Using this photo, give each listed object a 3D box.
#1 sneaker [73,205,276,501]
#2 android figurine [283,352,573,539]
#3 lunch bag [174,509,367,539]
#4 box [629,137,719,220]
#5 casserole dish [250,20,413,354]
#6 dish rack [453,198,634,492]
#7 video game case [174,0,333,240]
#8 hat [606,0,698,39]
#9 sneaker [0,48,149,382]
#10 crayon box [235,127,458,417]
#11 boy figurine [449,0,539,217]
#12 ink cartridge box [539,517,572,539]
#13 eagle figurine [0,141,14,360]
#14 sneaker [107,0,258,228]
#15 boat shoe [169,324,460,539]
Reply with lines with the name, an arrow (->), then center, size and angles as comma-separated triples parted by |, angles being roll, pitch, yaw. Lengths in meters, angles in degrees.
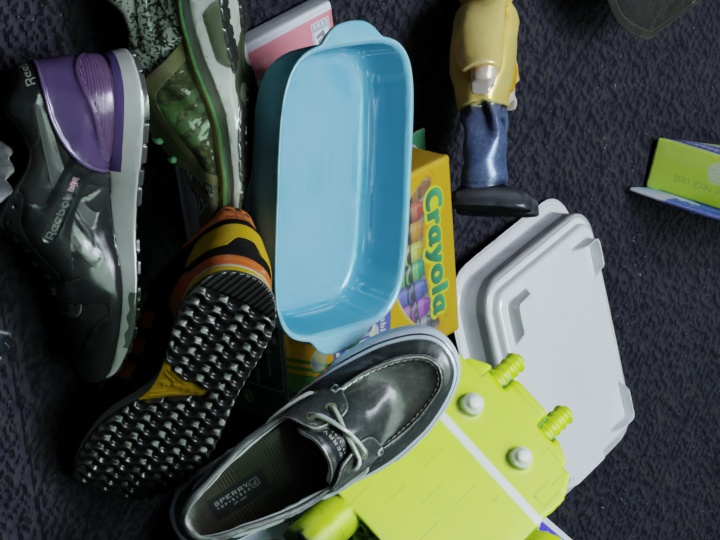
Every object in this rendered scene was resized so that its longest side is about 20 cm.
sneaker -> -0.106, 0.050, 1.498 | 0.070, 0.090, 0.200 | 21, 126, -19
android figurine -> 0.051, 0.133, 1.589 | 0.200, 0.041, 0.182 | -40, 87, -26
lunch bag -> -0.015, 0.171, 1.617 | 0.200, 0.076, 0.160 | -39, 86, -25
box -> 0.312, -0.063, 1.964 | 0.200, 0.122, 0.048 | 1, 104, -51
casserole dish -> -0.021, -0.051, 1.519 | 0.121, 0.039, 0.201 | -14, 110, -47
dish rack -> 0.139, 0.065, 1.824 | 0.172, 0.043, 0.201 | -38, 121, -48
video game case -> -0.057, -0.053, 1.600 | 0.143, 0.017, 0.201 | -33, 126, -41
hat -> 0.193, -0.268, 1.791 | 0.200, 0.081, 0.201 | -31, 133, -41
sneaker -> -0.173, -0.030, 1.442 | 0.087, 0.076, 0.201 | -5, 116, -20
crayon box -> 0.000, 0.000, 1.631 | 0.200, 0.051, 0.126 | -29, 123, -43
boy figurine -> 0.090, -0.135, 1.701 | 0.124, 0.064, 0.201 | 34, 58, -76
ink cartridge box -> 0.084, 0.264, 1.851 | 0.200, 0.043, 0.199 | 41, 69, -46
eagle figurine -> -0.260, 0.005, 1.309 | 0.152, 0.151, 0.200 | -39, -179, 16
sneaker -> -0.108, -0.102, 1.483 | 0.077, 0.088, 0.201 | -76, 165, -55
boat shoe -> -0.022, 0.106, 1.507 | 0.200, 0.071, 0.072 | -37, 96, -3
